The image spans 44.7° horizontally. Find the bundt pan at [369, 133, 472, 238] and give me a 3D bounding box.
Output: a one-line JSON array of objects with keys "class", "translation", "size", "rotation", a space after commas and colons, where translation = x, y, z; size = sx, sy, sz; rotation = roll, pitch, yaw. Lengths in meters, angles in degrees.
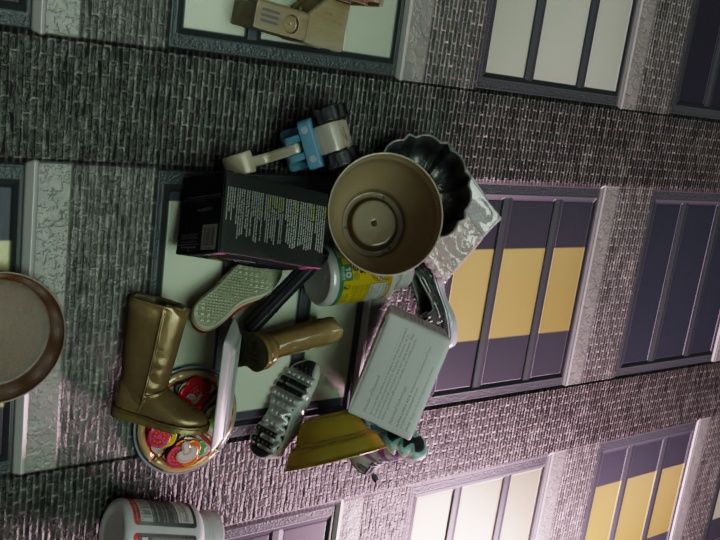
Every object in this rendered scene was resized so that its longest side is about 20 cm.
[{"class": "bundt pan", "translation": [0.105, -0.145, 1.631], "size": [0.196, 0.076, 0.208], "rotation": [1, 83, -10]}]

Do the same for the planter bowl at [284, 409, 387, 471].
[{"class": "planter bowl", "translation": [-0.053, 0.308, 1.623], "size": [0.197, 0.199, 0.086], "rotation": [-6, 79, -35]}]

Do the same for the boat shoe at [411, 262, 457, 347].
[{"class": "boat shoe", "translation": [0.140, 0.074, 1.781], "size": [0.070, 0.071, 0.204], "rotation": [-28, 110, -29]}]

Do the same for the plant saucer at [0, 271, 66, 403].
[{"class": "plant saucer", "translation": [-0.539, 0.096, 1.296], "size": [0.197, 0.034, 0.205], "rotation": [-14, 114, -34]}]

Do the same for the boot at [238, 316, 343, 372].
[{"class": "boot", "translation": [-0.117, 0.121, 1.544], "size": [0.196, 0.174, 0.068], "rotation": [-11, 94, -30]}]

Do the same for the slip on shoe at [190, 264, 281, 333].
[{"class": "slip on shoe", "translation": [-0.217, 0.040, 1.508], "size": [0.199, 0.061, 0.074], "rotation": [-40, 90, -33]}]

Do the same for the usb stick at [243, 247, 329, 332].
[{"class": "usb stick", "translation": [-0.131, 0.034, 1.528], "size": [0.033, 0.055, 0.200], "rotation": [46, 104, 3]}]

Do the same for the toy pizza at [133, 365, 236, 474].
[{"class": "toy pizza", "translation": [-0.301, 0.266, 1.534], "size": [0.197, 0.031, 0.205], "rotation": [-13, 113, -33]}]

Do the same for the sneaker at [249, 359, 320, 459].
[{"class": "sneaker", "translation": [-0.134, 0.262, 1.644], "size": [0.203, 0.074, 0.081], "rotation": [-60, 148, -6]}]

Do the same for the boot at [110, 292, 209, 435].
[{"class": "boot", "translation": [-0.312, 0.156, 1.429], "size": [0.171, 0.066, 0.205], "rotation": [13, 98, -13]}]

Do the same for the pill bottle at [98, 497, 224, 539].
[{"class": "pill bottle", "translation": [-0.342, 0.460, 1.516], "size": [0.197, 0.115, 0.118], "rotation": [18, 95, -39]}]

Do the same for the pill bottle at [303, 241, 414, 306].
[{"class": "pill bottle", "translation": [0.000, 0.000, 1.619], "size": [0.196, 0.112, 0.116], "rotation": [-5, 109, -35]}]

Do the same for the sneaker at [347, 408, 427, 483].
[{"class": "sneaker", "translation": [0.043, 0.367, 1.733], "size": [0.077, 0.197, 0.143], "rotation": [-25, 126, -47]}]

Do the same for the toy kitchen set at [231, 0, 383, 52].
[{"class": "toy kitchen set", "translation": [-0.073, -0.463, 1.374], "size": [0.177, 0.162, 0.205], "rotation": [5, 102, -37]}]

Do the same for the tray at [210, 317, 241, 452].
[{"class": "tray", "translation": [-0.224, 0.193, 1.475], "size": [0.022, 0.108, 0.205], "rotation": [9, 107, -1]}]

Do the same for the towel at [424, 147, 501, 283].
[{"class": "towel", "translation": [0.166, -0.112, 1.724], "size": [0.191, 0.032, 0.201], "rotation": [-45, 109, -16]}]

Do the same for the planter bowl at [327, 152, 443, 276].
[{"class": "planter bowl", "translation": [0.032, -0.089, 1.506], "size": [0.195, 0.135, 0.206], "rotation": [1, 86, -10]}]

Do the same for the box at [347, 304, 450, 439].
[{"class": "box", "translation": [0.073, 0.186, 1.664], "size": [0.128, 0.199, 0.204], "rotation": [23, 92, 1]}]

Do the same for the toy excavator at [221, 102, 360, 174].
[{"class": "toy excavator", "translation": [-0.115, -0.200, 1.469], "size": [0.196, 0.195, 0.102], "rotation": [-17, 98, 14]}]

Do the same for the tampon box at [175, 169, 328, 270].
[{"class": "tampon box", "translation": [-0.175, -0.075, 1.421], "size": [0.197, 0.148, 0.130], "rotation": [10, 83, -38]}]
